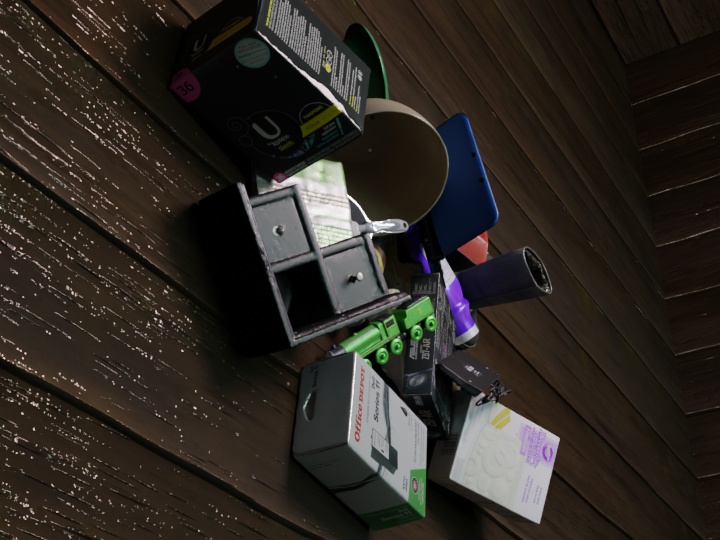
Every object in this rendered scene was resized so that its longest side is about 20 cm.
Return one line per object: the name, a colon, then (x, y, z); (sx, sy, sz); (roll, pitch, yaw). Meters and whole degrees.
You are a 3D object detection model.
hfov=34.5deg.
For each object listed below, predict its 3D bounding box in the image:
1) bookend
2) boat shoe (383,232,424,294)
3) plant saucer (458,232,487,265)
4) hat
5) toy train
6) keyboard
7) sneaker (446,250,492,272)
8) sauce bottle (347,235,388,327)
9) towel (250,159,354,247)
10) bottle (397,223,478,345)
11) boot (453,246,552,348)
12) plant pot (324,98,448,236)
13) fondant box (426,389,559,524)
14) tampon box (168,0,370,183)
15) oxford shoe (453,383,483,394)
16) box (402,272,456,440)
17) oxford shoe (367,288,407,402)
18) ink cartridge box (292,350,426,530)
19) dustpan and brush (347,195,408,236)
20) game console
bookend: (-0.065, -0.021, 1.408); (0.200, 0.092, 0.199); (-18, 91, -40)
boat shoe: (0.062, -0.001, 1.775); (0.074, 0.069, 0.201); (-28, 100, -65)
plant saucer: (0.144, -0.122, 1.956); (0.200, 0.037, 0.200); (38, 28, -21)
hat: (-0.068, -0.280, 1.743); (0.166, 0.176, 0.201); (-135, -146, -55)
toy train: (0.028, 0.093, 1.584); (0.200, 0.042, 0.057); (-30, 108, -35)
keyboard: (0.164, 0.167, 1.710); (0.104, 0.040, 0.200); (34, 11, 12)
sneaker: (0.143, -0.048, 1.980); (0.199, 0.076, 0.114); (14, 39, -45)
sauce bottle: (0.000, 0.000, 1.657); (0.065, 0.065, 0.200); (60, 26, -25)
towel: (-0.077, -0.064, 1.520); (0.149, 0.031, 0.201); (11, 59, -33)
bottle: (0.120, 0.024, 1.855); (0.200, 0.065, 0.084); (59, 24, -8)
boot: (0.223, 0.046, 1.922); (0.182, 0.200, 0.073); (51, 31, -38)
plant pot: (0.013, -0.168, 1.675); (0.200, 0.200, 0.135); (54, 8, -34)
fondant box: (0.207, 0.287, 1.782); (0.200, 0.058, 0.145); (31, 65, -31)
tampon box: (-0.109, -0.238, 1.447); (0.200, 0.150, 0.126); (40, 39, -33)
oxford shoe: (0.164, 0.194, 1.853); (0.071, 0.074, 0.201); (-17, 90, -65)
box: (0.105, 0.129, 1.714); (0.160, 0.043, 0.200); (66, 26, -56)
oxford shoe: (0.046, 0.114, 1.692); (0.075, 0.058, 0.200); (-79, 158, -56)
ink cartridge box: (0.004, 0.220, 1.493); (0.200, 0.083, 0.147); (49, 33, -40)
dustpan and brush: (-0.013, -0.056, 1.610); (0.200, 0.057, 0.140); (-2, 76, -49)
game console: (0.135, -0.101, 1.733); (0.171, 0.118, 0.200); (67, 9, -62)
